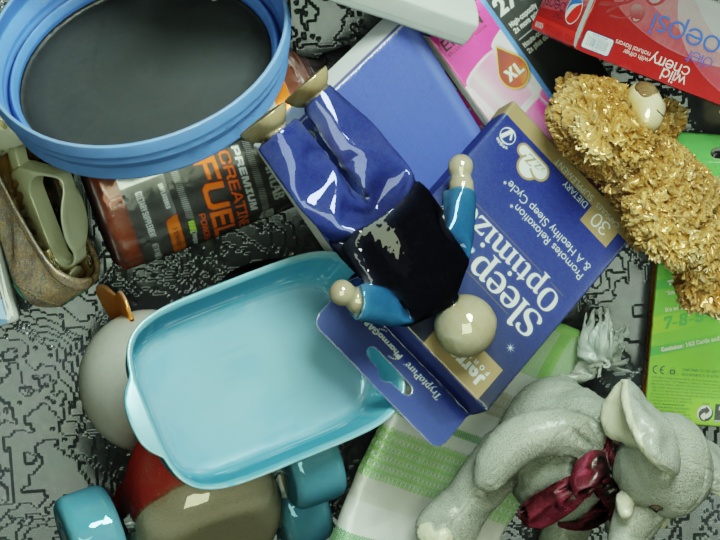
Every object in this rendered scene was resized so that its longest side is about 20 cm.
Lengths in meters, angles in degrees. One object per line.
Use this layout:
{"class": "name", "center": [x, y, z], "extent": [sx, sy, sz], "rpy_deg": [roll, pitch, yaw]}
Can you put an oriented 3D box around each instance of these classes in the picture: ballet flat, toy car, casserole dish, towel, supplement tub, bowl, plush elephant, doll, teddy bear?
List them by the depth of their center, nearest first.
{"class": "doll", "center": [0.019, -0.031, 1.608], "extent": [0.136, 0.048, 0.200], "rpy_deg": [-41, 96, -27]}
{"class": "casserole dish", "center": [-0.063, 0.065, 1.637], "extent": [0.199, 0.039, 0.122], "rpy_deg": [-21, 86, -26]}
{"class": "bowl", "center": [-0.141, -0.138, 1.670], "extent": [0.199, 0.201, 0.040], "rpy_deg": [-14, 137, -1]}
{"class": "teddy bear", "center": [0.202, -0.054, 1.689], "extent": [0.067, 0.145, 0.201], "rpy_deg": [-25, 102, 35]}
{"class": "supplement tub", "center": [-0.085, -0.082, 1.707], "extent": [0.199, 0.107, 0.108], "rpy_deg": [-22, 99, -6]}
{"class": "plush elephant", "center": [0.167, 0.139, 1.711], "extent": [0.164, 0.155, 0.201], "rpy_deg": [26, 91, -41]}
{"class": "ballet flat", "center": [-0.221, -0.073, 1.721], "extent": [0.067, 0.068, 0.201], "rpy_deg": [-8, 110, 42]}
{"class": "toy car", "center": [-0.132, 0.103, 1.733], "extent": [0.183, 0.177, 0.201], "rpy_deg": [-18, 70, -13]}
{"class": "towel", "center": [0.071, 0.117, 1.746], "extent": [0.149, 0.031, 0.201], "rpy_deg": [20, 98, -44]}

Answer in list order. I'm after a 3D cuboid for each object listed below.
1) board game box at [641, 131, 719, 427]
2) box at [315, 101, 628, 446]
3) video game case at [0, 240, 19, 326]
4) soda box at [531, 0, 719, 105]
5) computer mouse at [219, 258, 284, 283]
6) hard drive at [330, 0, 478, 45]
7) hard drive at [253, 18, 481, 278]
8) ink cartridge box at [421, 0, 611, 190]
{"class": "board game box", "center": [0.247, 0.007, 1.782], "extent": [0.095, 0.030, 0.202], "rpy_deg": [4, 100, -4]}
{"class": "box", "center": [0.075, 0.003, 1.669], "extent": [0.121, 0.032, 0.200], "rpy_deg": [45, 69, -9]}
{"class": "video game case", "center": [-0.340, -0.042, 1.745], "extent": [0.181, 0.023, 0.201], "rpy_deg": [-13, 97, -1]}
{"class": "soda box", "center": [0.216, -0.150, 1.706], "extent": [0.199, 0.070, 0.064], "rpy_deg": [19, 98, -26]}
{"class": "computer mouse", "center": [0.000, 0.000, 1.757], "extent": [0.198, 0.046, 0.142], "rpy_deg": [3, 99, -3]}
{"class": "hard drive", "center": [-0.025, -0.220, 1.653], "extent": [0.199, 0.132, 0.027], "rpy_deg": [16, 130, -25]}
{"class": "hard drive", "center": [0.030, -0.049, 1.695], "extent": [0.132, 0.025, 0.200], "rpy_deg": [-44, 121, -17]}
{"class": "ink cartridge box", "center": [0.104, -0.137, 1.737], "extent": [0.095, 0.037, 0.200], "rpy_deg": [-40, 97, -19]}
